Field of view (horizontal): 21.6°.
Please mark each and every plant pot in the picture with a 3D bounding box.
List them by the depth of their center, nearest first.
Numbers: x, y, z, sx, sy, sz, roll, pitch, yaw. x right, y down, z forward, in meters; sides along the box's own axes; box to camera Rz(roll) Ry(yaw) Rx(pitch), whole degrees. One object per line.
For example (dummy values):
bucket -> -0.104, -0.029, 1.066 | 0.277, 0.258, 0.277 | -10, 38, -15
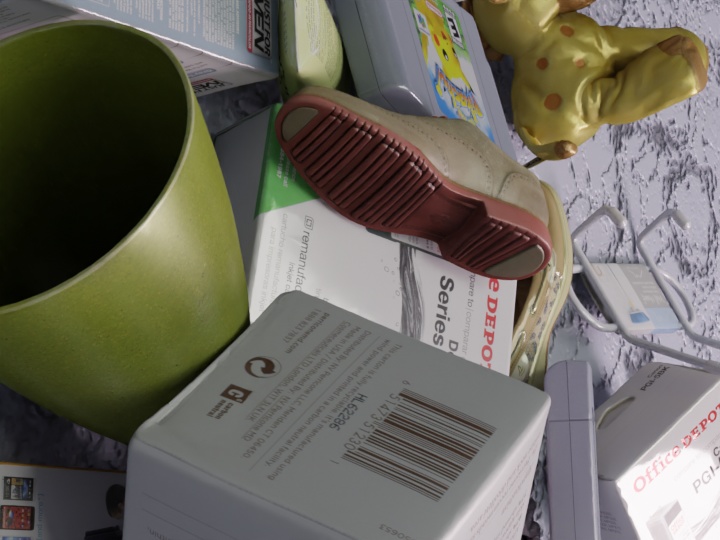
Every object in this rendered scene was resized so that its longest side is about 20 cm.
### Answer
plant pot -> -0.136, 0.004, 1.006 | 0.201, 0.186, 0.188 | 61, 40, -48

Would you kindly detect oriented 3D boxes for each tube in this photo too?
tube -> -0.033, -0.134, 1.164 | 0.058, 0.052, 0.200 | 45, -5, 9

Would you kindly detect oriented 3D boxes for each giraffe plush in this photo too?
giraffe plush -> 0.150, -0.179, 1.442 | 0.199, 0.172, 0.163 | -27, 97, -16

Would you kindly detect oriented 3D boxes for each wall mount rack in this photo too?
wall mount rack -> 0.256, 0.029, 1.542 | 0.199, 0.075, 0.175 | 0, 55, -53

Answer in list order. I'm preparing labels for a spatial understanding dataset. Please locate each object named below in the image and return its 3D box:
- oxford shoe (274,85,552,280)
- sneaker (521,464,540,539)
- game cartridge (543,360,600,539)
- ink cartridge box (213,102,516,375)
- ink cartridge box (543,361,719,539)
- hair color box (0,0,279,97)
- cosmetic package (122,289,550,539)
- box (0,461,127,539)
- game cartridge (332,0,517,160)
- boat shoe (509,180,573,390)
oxford shoe -> 0.032, -0.065, 1.150 | 0.199, 0.070, 0.075 | 30, 46, -28
sneaker -> 0.088, 0.184, 1.347 | 0.080, 0.075, 0.202 | -17, 114, -14
game cartridge -> 0.153, 0.166, 1.348 | 0.133, 0.041, 0.202 | 23, 64, -77
ink cartridge box -> 0.000, 0.000, 1.194 | 0.199, 0.084, 0.147 | 19, 67, -30
ink cartridge box -> 0.252, 0.197, 1.509 | 0.147, 0.083, 0.201 | -39, 116, -27
hair color box -> -0.146, -0.147, 1.060 | 0.199, 0.098, 0.061 | 13, 72, -51
cosmetic package -> -0.018, 0.154, 1.000 | 0.167, 0.165, 0.201 | -43, 148, -51
box -> -0.163, 0.168, 1.033 | 0.199, 0.041, 0.120 | 13, 74, -54
game cartridge -> 0.045, -0.132, 1.247 | 0.200, 0.040, 0.135 | 23, 52, -61
boat shoe -> 0.108, 0.022, 1.387 | 0.063, 0.073, 0.202 | 29, 62, -50
